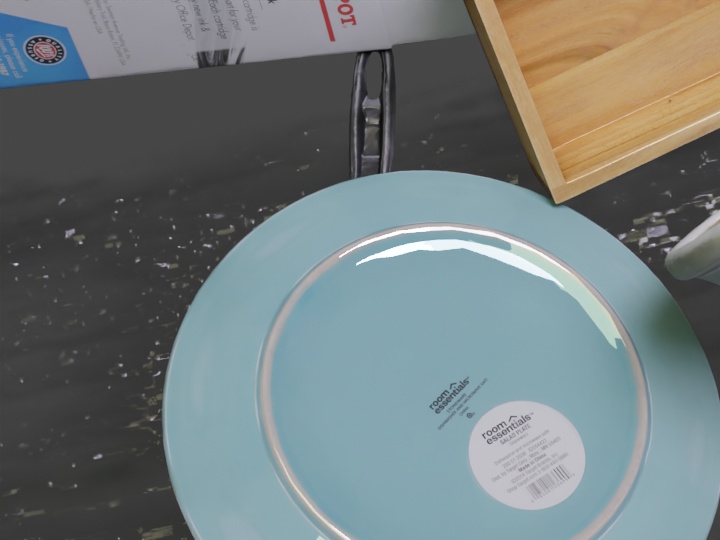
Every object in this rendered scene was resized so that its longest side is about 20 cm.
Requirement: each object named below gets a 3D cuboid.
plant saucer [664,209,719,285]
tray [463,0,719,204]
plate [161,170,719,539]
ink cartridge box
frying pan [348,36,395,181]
[{"bbox_3d":[0.195,-0.042,0.854,0.200,0.200,0.050,-35,89,-5],"label":"plant saucer"},{"bbox_3d":[0.140,-0.113,0.934,0.200,0.099,0.037,-25,29,-2],"label":"tray"},{"bbox_3d":[0.031,0.048,0.895,0.200,0.026,0.200,3,62,-6],"label":"plate"},{"bbox_3d":[-0.053,-0.135,0.959,0.200,0.116,0.068,-5,59,7],"label":"ink cartridge box"},{"bbox_3d":[0.015,0.007,0.947,0.115,0.031,0.190,21,76,13],"label":"frying pan"}]
